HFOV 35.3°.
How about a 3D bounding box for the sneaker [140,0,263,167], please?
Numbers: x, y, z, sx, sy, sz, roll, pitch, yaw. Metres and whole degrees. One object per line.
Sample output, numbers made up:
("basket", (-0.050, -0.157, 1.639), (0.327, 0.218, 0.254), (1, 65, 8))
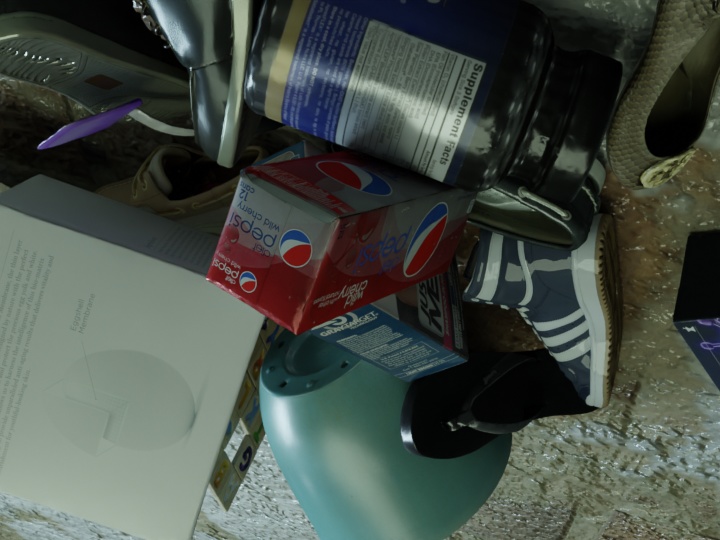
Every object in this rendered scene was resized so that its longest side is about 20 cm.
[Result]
("sneaker", (-0.105, -0.161, 0.679), (0.105, 0.075, 0.202), (15, 129, 8))

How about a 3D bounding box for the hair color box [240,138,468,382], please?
("hair color box", (0.000, 0.000, 0.806), (0.060, 0.101, 0.199), (-22, 148, 28))

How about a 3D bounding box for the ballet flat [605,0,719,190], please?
("ballet flat", (0.179, -0.107, 0.617), (0.046, 0.067, 0.201), (47, 156, 28))

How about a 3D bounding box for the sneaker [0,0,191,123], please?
("sneaker", (-0.166, -0.167, 0.729), (0.074, 0.108, 0.200), (-14, 166, 22))

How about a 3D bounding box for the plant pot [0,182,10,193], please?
("plant pot", (-0.319, 0.026, 0.960), (0.199, 0.179, 0.200), (30, 171, -15))

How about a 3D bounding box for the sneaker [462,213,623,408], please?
("sneaker", (0.139, 0.028, 0.853), (0.107, 0.071, 0.201), (5, 141, 20))

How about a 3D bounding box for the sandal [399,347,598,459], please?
("sandal", (0.119, 0.095, 0.896), (0.198, 0.077, 0.043), (-14, -177, -26))

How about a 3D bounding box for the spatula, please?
("spatula", (-0.120, -0.096, 0.746), (0.198, 0.021, 0.056), (-7, 171, -44))

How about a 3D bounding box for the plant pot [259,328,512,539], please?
("plant pot", (0.007, 0.116, 0.963), (0.199, 0.201, 0.162), (-8, 126, 39))

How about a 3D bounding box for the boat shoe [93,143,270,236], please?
("boat shoe", (-0.139, -0.066, 0.880), (0.198, 0.074, 0.070), (-4, 135, 27))

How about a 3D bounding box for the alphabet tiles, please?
("alphabet tiles", (-0.112, 0.105, 1.031), (0.007, 0.168, 0.201), (15, 149, 20))

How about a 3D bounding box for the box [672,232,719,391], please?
("box", (0.322, 0.056, 0.782), (0.140, 0.080, 0.200), (-5, 141, 41))

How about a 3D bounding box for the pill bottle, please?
("pill bottle", (0.042, -0.112, 0.649), (0.198, 0.113, 0.112), (20, 150, 1))

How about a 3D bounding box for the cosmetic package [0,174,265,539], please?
("cosmetic package", (-0.183, 0.063, 0.821), (0.198, 0.202, 0.123), (19, -168, -5))

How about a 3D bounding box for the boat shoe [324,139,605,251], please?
("boat shoe", (0.062, -0.064, 0.760), (0.198, 0.061, 0.076), (12, 154, 17))

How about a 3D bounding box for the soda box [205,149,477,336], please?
("soda box", (-0.002, -0.026, 0.653), (0.063, 0.199, 0.071), (29, 111, 21))
